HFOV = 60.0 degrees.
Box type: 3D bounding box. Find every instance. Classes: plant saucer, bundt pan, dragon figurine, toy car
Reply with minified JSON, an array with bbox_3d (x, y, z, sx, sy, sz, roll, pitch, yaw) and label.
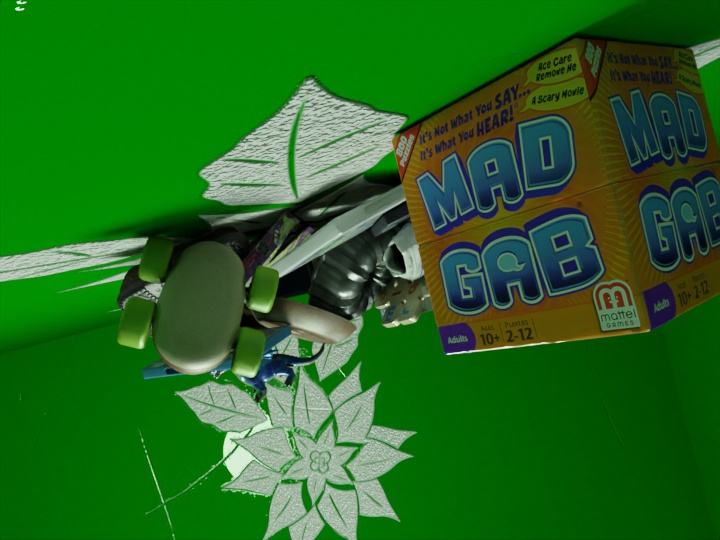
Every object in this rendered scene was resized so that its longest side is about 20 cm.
[{"bbox_3d":[-0.104,0.089,1.064,0.195,0.038,0.201,15,167,4],"label":"plant saucer"},{"bbox_3d":[0.000,0.000,1.053,0.202,0.075,0.204,-48,159,-25],"label":"bundt pan"},{"bbox_3d":[-0.155,0.148,1.033,0.196,0.101,0.059,-25,-156,-4],"label":"dragon figurine"},{"bbox_3d":[-0.208,0.071,0.799,0.160,0.161,0.200,16,152,-12],"label":"toy car"}]

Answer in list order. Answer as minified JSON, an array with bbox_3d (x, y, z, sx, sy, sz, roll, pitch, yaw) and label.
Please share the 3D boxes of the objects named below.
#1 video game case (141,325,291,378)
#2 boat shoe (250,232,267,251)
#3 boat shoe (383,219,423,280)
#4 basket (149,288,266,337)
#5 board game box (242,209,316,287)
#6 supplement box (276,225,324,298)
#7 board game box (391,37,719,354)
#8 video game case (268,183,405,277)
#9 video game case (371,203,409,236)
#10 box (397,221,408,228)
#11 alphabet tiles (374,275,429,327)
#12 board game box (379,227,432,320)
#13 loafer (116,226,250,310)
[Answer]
[{"bbox_3d":[-0.223,0.127,0.977,0.196,0.018,0.143,-10,-169,28],"label":"video game case"},{"bbox_3d":[-0.211,-0.014,0.959,0.199,0.065,0.072,-37,179,-36],"label":"boat shoe"},{"bbox_3d":[0.064,-0.026,0.955,0.066,0.074,0.201,-33,164,-12],"label":"boat shoe"},{"bbox_3d":[-0.261,0.053,1.129,0.146,0.147,0.198,-12,161,31],"label":"basket"},{"bbox_3d":[-0.121,-0.027,0.925,0.121,0.032,0.200,-53,177,1],"label":"board game box"},{"bbox_3d":[-0.092,-0.017,1.140,0.107,0.112,0.199,-14,179,26],"label":"supplement box"},{"bbox_3d":[0.181,-0.058,0.550,0.197,0.205,0.198,-13,178,-39],"label":"board game box"},{"bbox_3d":[-0.015,-0.059,0.845,0.180,0.024,0.199,-31,-179,-36],"label":"video game case"},{"bbox_3d":[0.112,-0.106,0.892,0.197,0.019,0.143,-29,180,-7],"label":"video game case"},{"bbox_3d":[0.177,-0.126,1.094,0.196,0.045,0.159,-16,179,31],"label":"box"},{"bbox_3d":[0.096,0.002,1.064,0.014,0.204,0.194,32,155,-22],"label":"alphabet tiles"},{"bbox_3d":[0.083,-0.015,1.194,0.132,0.205,0.034,-13,180,-23],"label":"board game box"},{"bbox_3d":[-0.245,-0.014,0.847,0.196,0.072,0.073,-24,143,3],"label":"loafer"}]
